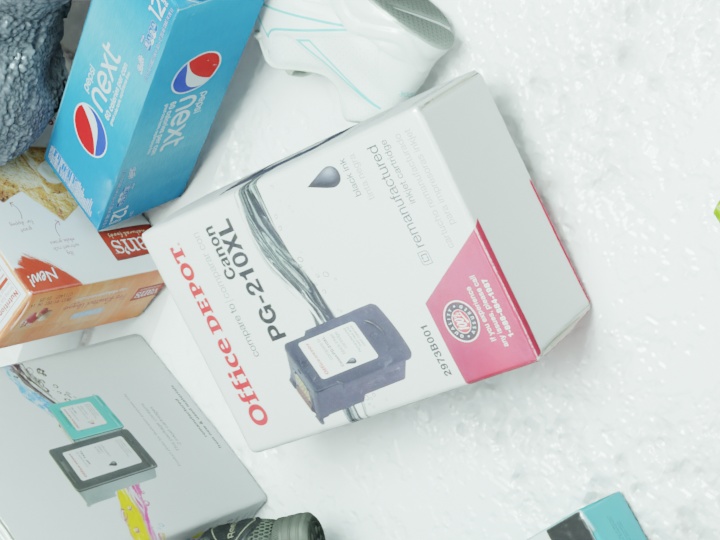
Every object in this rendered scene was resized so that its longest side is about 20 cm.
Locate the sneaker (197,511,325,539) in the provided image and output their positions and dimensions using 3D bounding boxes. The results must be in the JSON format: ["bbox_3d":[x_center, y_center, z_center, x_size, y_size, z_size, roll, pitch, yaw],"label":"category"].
[{"bbox_3d":[-0.070,0.243,0.981,0.114,0.076,0.200,-5,105,12],"label":"sneaker"}]

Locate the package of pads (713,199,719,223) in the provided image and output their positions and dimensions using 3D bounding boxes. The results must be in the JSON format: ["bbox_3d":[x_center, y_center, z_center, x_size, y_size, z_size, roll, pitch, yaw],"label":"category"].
[{"bbox_3d":[0.276,-0.023,0.736,0.200,0.068,0.155,42,117,22],"label":"package of pads"}]

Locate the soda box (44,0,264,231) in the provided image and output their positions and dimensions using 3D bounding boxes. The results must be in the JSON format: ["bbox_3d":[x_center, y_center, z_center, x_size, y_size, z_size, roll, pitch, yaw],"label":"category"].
[{"bbox_3d":[-0.121,-0.113,0.952,0.064,0.068,0.200,52,143,17],"label":"soda box"}]

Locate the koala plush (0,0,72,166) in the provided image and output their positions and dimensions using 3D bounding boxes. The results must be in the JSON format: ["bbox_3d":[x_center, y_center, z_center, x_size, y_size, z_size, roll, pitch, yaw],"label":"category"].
[{"bbox_3d":[-0.205,-0.177,0.933,0.200,0.177,0.184,-36,84,35],"label":"koala plush"}]

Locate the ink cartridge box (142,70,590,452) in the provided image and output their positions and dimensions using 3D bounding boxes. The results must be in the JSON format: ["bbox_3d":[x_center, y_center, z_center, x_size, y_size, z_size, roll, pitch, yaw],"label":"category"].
[{"bbox_3d":[0.000,0.000,0.900,0.200,0.084,0.145,-22,98,34],"label":"ink cartridge box"}]

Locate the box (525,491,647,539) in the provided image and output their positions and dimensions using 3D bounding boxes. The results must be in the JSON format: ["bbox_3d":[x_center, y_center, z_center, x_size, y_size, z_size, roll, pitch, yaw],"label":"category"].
[{"bbox_3d":[0.079,0.205,0.915,0.200,0.049,0.082,-36,77,32],"label":"box"}]

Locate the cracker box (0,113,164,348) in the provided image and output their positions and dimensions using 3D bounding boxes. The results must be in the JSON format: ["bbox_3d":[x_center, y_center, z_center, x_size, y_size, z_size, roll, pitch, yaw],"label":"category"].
[{"bbox_3d":[-0.223,-0.052,1.029,0.200,0.134,0.058,52,121,16],"label":"cracker box"}]

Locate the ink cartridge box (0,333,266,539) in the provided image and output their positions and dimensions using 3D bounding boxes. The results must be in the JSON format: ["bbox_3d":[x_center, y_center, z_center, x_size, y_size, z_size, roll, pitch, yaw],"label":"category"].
[{"bbox_3d":[-0.195,0.152,1.001,0.146,0.200,0.147,49,120,18],"label":"ink cartridge box"}]

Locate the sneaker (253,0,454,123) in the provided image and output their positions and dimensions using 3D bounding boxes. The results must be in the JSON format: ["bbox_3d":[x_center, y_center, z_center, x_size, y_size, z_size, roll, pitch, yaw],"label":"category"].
[{"bbox_3d":[-0.042,-0.158,0.931,0.200,0.070,0.080,44,121,20],"label":"sneaker"}]
